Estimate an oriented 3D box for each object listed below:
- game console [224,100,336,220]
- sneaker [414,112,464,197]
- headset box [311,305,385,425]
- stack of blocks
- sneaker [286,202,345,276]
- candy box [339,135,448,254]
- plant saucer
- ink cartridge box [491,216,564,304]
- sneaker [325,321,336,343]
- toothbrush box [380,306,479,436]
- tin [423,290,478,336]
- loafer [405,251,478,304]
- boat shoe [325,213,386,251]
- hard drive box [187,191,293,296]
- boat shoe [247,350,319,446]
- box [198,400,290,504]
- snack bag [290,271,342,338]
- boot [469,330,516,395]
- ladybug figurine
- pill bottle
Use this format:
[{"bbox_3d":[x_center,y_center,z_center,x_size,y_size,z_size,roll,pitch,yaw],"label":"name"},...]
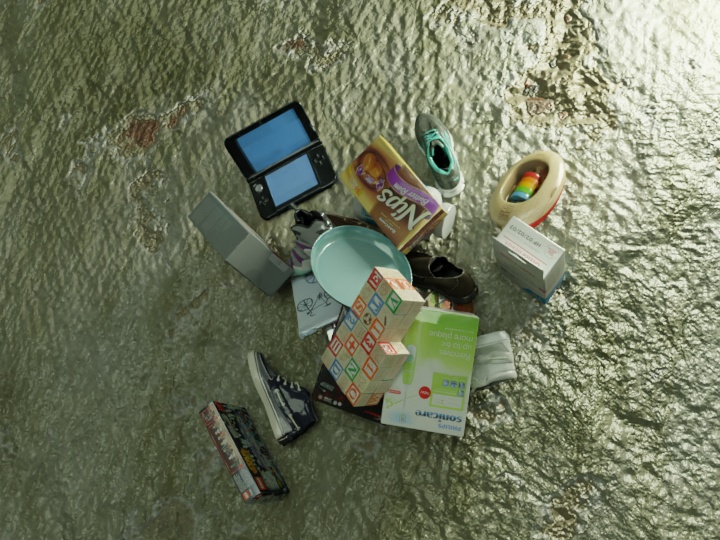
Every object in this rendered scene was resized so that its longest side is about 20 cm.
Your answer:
[{"bbox_3d":[-0.178,-0.241,1.477,0.197,0.118,0.173,-27,66,8],"label":"game console"},{"bbox_3d":[0.163,-0.257,1.390,0.076,0.091,0.203,-24,67,7],"label":"sneaker"},{"bbox_3d":[0.010,0.161,1.233,0.146,0.077,0.204,20,91,-3],"label":"headset box"},{"bbox_3d":[0.025,0.111,1.103,0.115,0.058,0.202,48,118,38],"label":"stack of blocks"},{"bbox_3d":[-0.115,-0.073,1.363,0.198,0.141,0.078,-19,19,45],"label":"sneaker"},{"bbox_3d":[0.063,-0.146,1.284,0.116,0.056,0.201,-41,70,12],"label":"candy box"},{"bbox_3d":[0.000,0.000,1.240,0.196,0.028,0.203,11,50,-13],"label":"plant saucer"},{"bbox_3d":[0.307,-0.022,1.208,0.115,0.200,0.068,37,85,24],"label":"ink cartridge box"},{"bbox_3d":[0.005,0.156,1.321,0.113,0.073,0.203,-25,77,4],"label":"sneaker"},{"bbox_3d":[0.119,0.167,1.151,0.143,0.086,0.204,9,92,5],"label":"toothbrush box"},{"bbox_3d":[0.174,0.131,1.289,0.110,0.042,0.204,-8,71,10],"label":"tin"},{"bbox_3d":[0.146,-0.004,1.296,0.198,0.072,0.073,22,53,42],"label":"loafer"},{"bbox_3d":[-0.021,-0.075,1.387,0.070,0.071,0.199,-39,46,-21],"label":"boat shoe"},{"bbox_3d":[-0.252,-0.055,1.389,0.077,0.156,0.200,-46,48,-2],"label":"hard drive box"},{"bbox_3d":[-0.155,0.241,1.343,0.091,0.075,0.203,-25,74,0],"label":"boat shoe"},{"bbox_3d":[-0.223,0.352,1.285,0.040,0.137,0.201,-37,66,5],"label":"box"},{"bbox_3d":[-0.050,0.036,1.353,0.186,0.022,0.202,-24,38,7],"label":"snack bag"},{"bbox_3d":[0.184,0.181,1.213,0.196,0.073,0.097,-17,74,15],"label":"boot"},{"bbox_3d":[0.329,-0.145,1.296,0.135,0.072,0.201,17,64,46],"label":"ladybug figurine"},{"bbox_3d":[0.092,-0.129,1.360,0.197,0.111,0.112,21,79,22],"label":"pill bottle"}]
